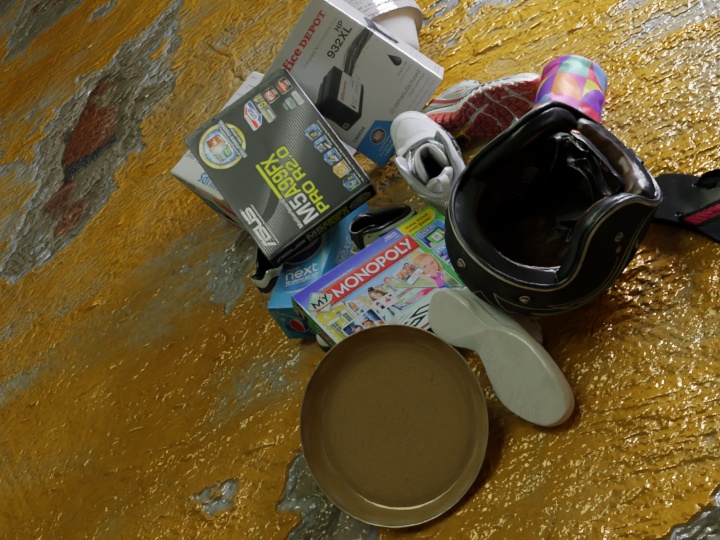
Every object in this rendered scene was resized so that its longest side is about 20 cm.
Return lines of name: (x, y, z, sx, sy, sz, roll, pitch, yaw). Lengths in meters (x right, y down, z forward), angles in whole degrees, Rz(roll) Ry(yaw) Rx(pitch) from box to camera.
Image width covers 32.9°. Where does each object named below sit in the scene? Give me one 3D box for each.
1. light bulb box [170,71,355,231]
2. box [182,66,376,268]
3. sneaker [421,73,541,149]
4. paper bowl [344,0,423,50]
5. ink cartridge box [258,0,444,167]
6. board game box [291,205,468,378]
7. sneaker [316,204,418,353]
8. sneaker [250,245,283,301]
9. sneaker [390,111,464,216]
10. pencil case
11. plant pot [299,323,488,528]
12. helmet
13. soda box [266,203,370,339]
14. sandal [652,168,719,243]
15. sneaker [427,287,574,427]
light bulb box: (-0.138, -0.163, 1.759, 0.200, 0.125, 0.198, -52, 33, -7)
box: (-0.101, -0.129, 1.520, 0.160, 0.044, 0.200, -35, 74, -2)
sneaker: (0.148, -0.212, 1.528, 0.199, 0.078, 0.082, -13, 44, 41)
paper bowl: (0.002, -0.313, 1.726, 0.200, 0.201, 0.105, -37, 75, 14)
ink cartridge box: (-0.011, -0.254, 1.603, 0.145, 0.200, 0.084, -55, 6, 18)
board game box: (0.043, 0.023, 1.328, 0.200, 0.029, 0.135, -34, 56, -19)
sneaker: (0.000, 0.000, 1.433, 0.200, 0.115, 0.076, -45, 32, 4)
sneaker: (-0.092, -0.034, 1.613, 0.074, 0.080, 0.200, -27, 36, 30)
sneaker: (0.080, -0.137, 1.442, 0.075, 0.115, 0.200, -32, 55, 6)
pencil case: (0.226, -0.148, 1.368, 0.088, 0.088, 0.201, -15, 46, 40)
plant pot: (0.035, 0.154, 1.218, 0.199, 0.027, 0.201, -2, 84, 22)
helmet: (0.181, -0.049, 1.204, 0.191, 0.200, 0.200, -49, 29, 25)
soda box: (-0.049, -0.014, 1.537, 0.064, 0.068, 0.201, -3, 51, 28)
sandal: (0.339, -0.068, 1.180, 0.200, 0.045, 0.075, 14, 66, 54)
sneaker: (0.159, 0.076, 1.218, 0.200, 0.088, 0.075, 46, 127, 40)
